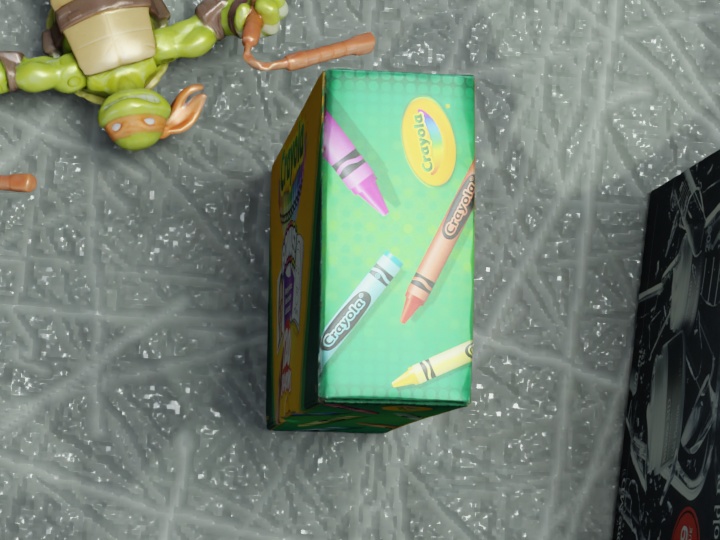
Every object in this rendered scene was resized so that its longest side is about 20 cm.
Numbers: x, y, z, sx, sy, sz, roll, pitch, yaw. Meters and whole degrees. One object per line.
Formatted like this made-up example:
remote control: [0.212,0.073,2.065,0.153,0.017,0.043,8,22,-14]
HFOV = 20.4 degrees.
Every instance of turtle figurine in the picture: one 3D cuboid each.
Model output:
turtle figurine: [-0.103,-0.118,0.866,0.199,0.064,0.162,-17,77,0]

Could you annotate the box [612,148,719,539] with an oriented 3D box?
box: [0.180,0.056,0.819,0.103,0.182,0.202,9,81,-5]

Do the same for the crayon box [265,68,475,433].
crayon box: [0.000,0.000,0.794,0.058,0.200,0.120,2,82,-8]
